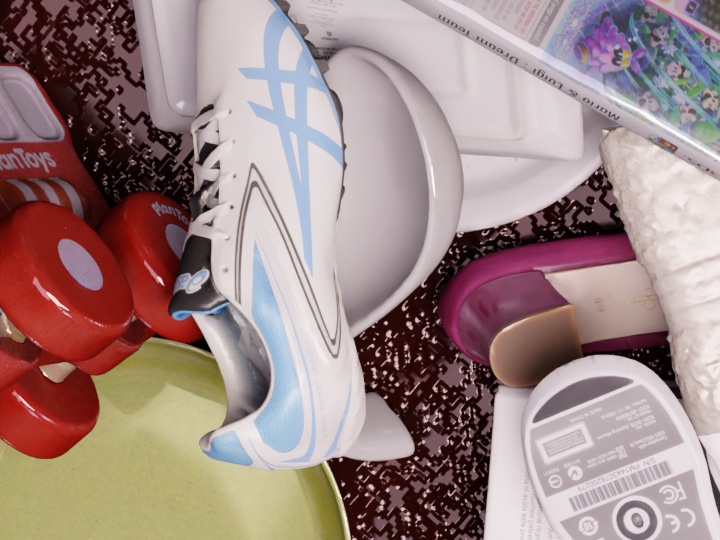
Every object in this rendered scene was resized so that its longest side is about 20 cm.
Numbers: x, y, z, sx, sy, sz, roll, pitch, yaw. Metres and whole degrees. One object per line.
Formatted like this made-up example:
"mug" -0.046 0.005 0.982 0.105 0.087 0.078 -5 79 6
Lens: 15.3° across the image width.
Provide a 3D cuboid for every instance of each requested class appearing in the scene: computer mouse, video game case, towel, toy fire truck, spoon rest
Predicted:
"computer mouse" 0.130 0.123 1.067 0.109 0.044 0.201 -22 95 19
"video game case" 0.134 -0.150 1.042 0.181 0.024 0.201 29 78 1
"towel" 0.205 -0.028 1.063 0.199 0.034 0.133 -20 88 4
"toy fire truck" -0.159 -0.016 1.100 0.112 0.200 0.168 -39 76 23
"spoon rest" 0.000 0.000 1.103 0.060 0.099 0.201 -17 134 -26

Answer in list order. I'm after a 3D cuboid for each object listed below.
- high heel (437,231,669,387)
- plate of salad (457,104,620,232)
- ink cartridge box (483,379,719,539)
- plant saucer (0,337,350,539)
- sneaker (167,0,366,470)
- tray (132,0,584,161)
"high heel" 0.133 -0.001 1.145 0.199 0.096 0.068 -9 110 -11
"plate of salad" 0.032 -0.116 1.136 0.199 0.048 0.202 1 93 16
"ink cartridge box" 0.153 0.125 1.126 0.199 0.084 0.146 6 96 10
"plant saucer" -0.099 0.128 1.199 0.199 0.031 0.201 1 94 11
"sneaker" -0.044 -0.020 1.065 0.072 0.072 0.201 -4 81 -28
"tray" -0.008 -0.095 1.106 0.199 0.022 0.108 5 121 21
